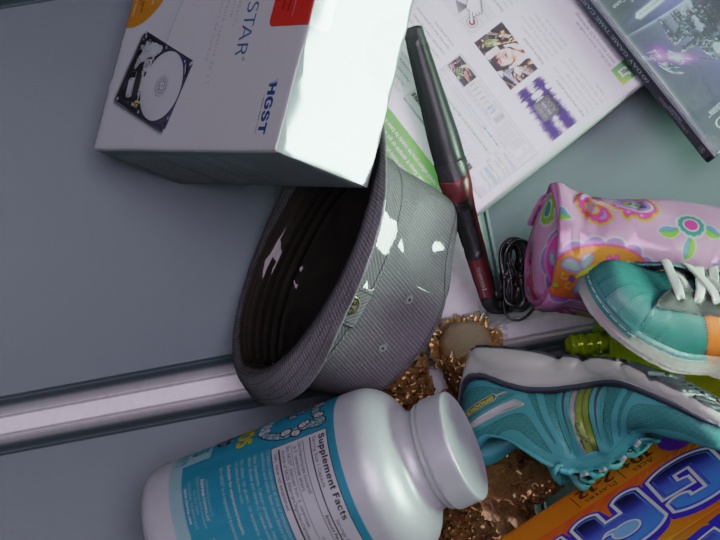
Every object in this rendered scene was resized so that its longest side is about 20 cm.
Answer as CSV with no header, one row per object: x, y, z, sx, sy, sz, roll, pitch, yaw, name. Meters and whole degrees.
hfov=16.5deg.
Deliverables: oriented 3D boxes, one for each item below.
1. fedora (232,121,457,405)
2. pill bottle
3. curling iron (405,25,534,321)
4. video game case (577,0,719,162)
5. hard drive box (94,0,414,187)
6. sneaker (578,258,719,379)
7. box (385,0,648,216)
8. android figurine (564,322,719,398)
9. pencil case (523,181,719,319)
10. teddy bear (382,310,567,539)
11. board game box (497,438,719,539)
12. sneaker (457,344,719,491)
0.000,0.000,1.546,0.090,0.177,0.201,23,90,-23,fedora
-0.026,0.141,1.514,0.199,0.111,0.112,-22,85,15,pill bottle
0.068,-0.062,1.587,0.049,0.026,0.201,-27,98,-20,curling iron
0.217,-0.190,1.643,0.143,0.019,0.200,-38,89,-24,video game case
-0.064,-0.136,1.529,0.077,0.199,0.157,20,79,-38,hard drive box
0.226,0.022,1.492,0.199,0.072,0.080,19,121,-26,sneaker
0.071,-0.121,1.629,0.200,0.036,0.145,-37,88,-10,box
0.231,0.065,1.619,0.198,0.041,0.184,-2,83,-8,android figurine
0.204,-0.004,1.562,0.198,0.087,0.088,6,82,-9,pencil case
0.070,0.126,1.587,0.145,0.067,0.200,-35,80,-15,teddy bear
0.207,0.242,1.475,0.199,0.200,0.201,-31,117,-9,board game box
0.144,0.095,1.501,0.199,0.077,0.080,3,78,40,sneaker
